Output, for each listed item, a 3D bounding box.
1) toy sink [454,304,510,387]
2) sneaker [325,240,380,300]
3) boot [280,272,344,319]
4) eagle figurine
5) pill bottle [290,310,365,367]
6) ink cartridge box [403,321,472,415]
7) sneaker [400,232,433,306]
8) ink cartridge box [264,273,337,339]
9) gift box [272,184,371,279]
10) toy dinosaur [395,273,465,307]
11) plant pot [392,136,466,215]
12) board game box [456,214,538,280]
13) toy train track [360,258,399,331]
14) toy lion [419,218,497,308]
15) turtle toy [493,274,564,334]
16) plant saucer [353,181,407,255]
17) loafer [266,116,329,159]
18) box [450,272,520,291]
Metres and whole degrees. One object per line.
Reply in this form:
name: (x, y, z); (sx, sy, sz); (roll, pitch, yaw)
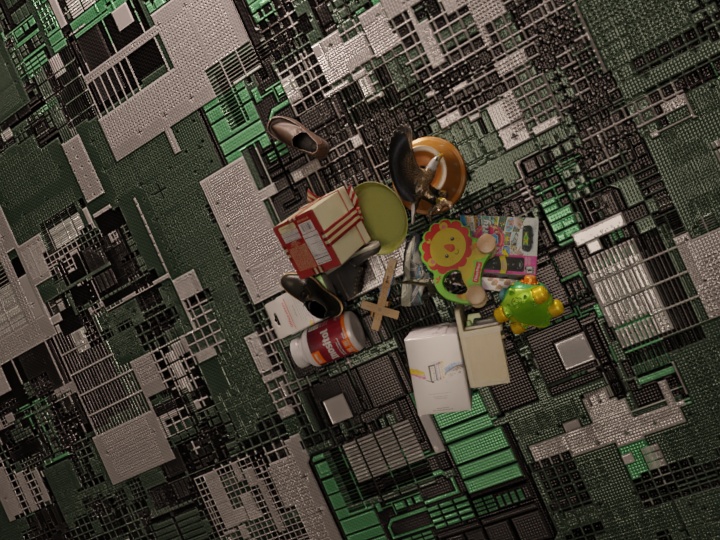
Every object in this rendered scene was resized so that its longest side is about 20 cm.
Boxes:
toy sink: (0.322, 0.181, 1.379); (0.110, 0.130, 0.204); (-12, 92, 15)
sneaker: (0.000, 0.000, 1.463); (0.199, 0.075, 0.107); (-30, 94, 38)
boot: (-0.146, 0.064, 1.412); (0.197, 0.138, 0.079); (24, 99, 14)
eagle figurine: (0.123, -0.219, 1.192); (0.199, 0.151, 0.152); (40, 68, -9)
pill bottle: (-0.094, 0.201, 1.496); (0.197, 0.113, 0.115); (-24, 90, 16)
ink cartridge box: (0.210, 0.255, 1.406); (0.142, 0.147, 0.204); (-10, 93, 15)
sneaker: (0.156, -0.002, 1.440); (0.084, 0.078, 0.204); (4, 104, 2)
ink cartridge box: (-0.164, 0.105, 1.526); (0.197, 0.067, 0.119); (-26, 88, 15)
gift box: (-0.096, -0.117, 1.402); (0.182, 0.187, 0.203); (-13, 108, 36)
toy dinosaur: (0.194, 0.047, 1.394); (0.195, 0.048, 0.089); (-5, 129, 7)
plant pot: (0.167, -0.242, 1.343); (0.196, 0.183, 0.205); (2, 97, 14)
board game box: (0.350, -0.059, 1.361); (0.196, 0.064, 0.151); (4, 80, 14)
toy train track: (0.069, 0.067, 1.484); (0.113, 0.032, 0.204); (16, 94, 19)
toy lion: (0.235, -0.024, 1.321); (0.188, 0.069, 0.204); (10, 83, 21)
turtle toy: (0.423, 0.083, 1.317); (0.145, 0.103, 0.199); (-32, 132, 32)
plant saucer: (0.046, -0.143, 1.436); (0.197, 0.031, 0.204); (14, 118, 28)
loafer: (-0.179, -0.377, 1.476); (0.197, 0.071, 0.074); (26, 102, 10)
box: (0.333, 0.029, 1.405); (0.196, 0.041, 0.040); (9, 98, 13)
